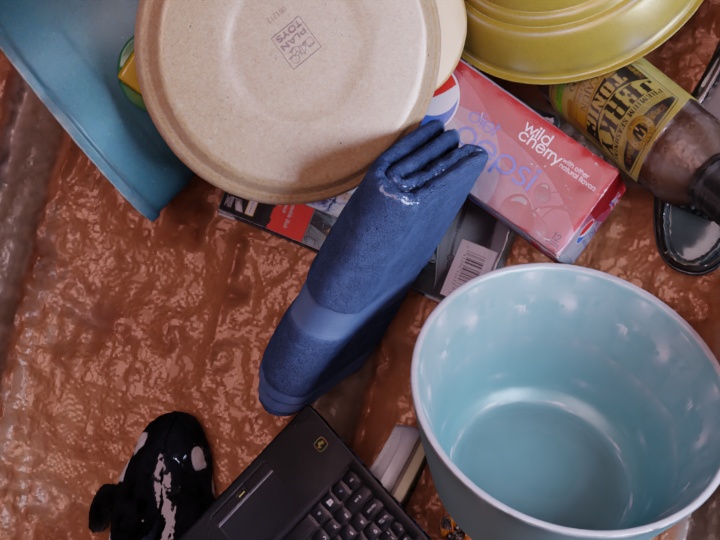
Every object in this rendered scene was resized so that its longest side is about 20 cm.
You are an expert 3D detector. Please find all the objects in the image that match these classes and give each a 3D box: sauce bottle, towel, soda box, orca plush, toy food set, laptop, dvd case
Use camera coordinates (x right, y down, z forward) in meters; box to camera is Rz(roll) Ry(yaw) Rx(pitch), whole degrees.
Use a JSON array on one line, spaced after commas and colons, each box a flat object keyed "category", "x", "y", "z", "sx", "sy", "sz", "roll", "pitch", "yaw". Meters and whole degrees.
[{"category": "sauce bottle", "x": 0.187, "y": -0.084, "z": 1.165, "sx": 0.065, "sy": 0.065, "sz": 0.200, "roll": -48, "pitch": 46, "yaw": 5}, {"category": "towel", "x": 0.000, "y": 0.000, "z": 1.175, "sx": 0.048, "sy": 0.112, "sz": 0.201, "roll": 40, "pitch": 127, "yaw": 12}, {"category": "soda box", "x": 0.072, "y": -0.088, "z": 1.216, "sx": 0.199, "sy": 0.063, "sz": 0.070, "roll": 37, "pitch": 91, "yaw": 14}, {"category": "orca plush", "x": -0.154, "y": 0.193, "z": 1.257, "sx": 0.105, "sy": 0.071, "sz": 0.201, "roll": 28, "pitch": 91, "yaw": 16}, {"category": "toy food set", "x": -0.044, "y": -0.142, "z": 1.146, "sx": 0.197, "sy": 0.049, "sz": 0.201, "roll": 36, "pitch": 89, "yaw": -17}, {"category": "laptop", "x": -0.041, "y": 0.215, "z": 1.141, "sx": 0.177, "sy": 0.103, "sz": 0.200, "roll": -46, "pitch": 75, "yaw": 11}, {"category": "dvd case", "x": 0.018, "y": -0.071, "z": 1.271, "sx": 0.199, "sy": 0.022, "sz": 0.147, "roll": 21, "pitch": 89, "yaw": 16}]

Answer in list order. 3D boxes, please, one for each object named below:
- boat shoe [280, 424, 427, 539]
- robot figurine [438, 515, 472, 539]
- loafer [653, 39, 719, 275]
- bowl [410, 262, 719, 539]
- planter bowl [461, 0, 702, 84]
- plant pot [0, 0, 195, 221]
[{"category": "boat shoe", "x": -0.025, "y": 0.180, "z": 1.225, "sx": 0.068, "sy": 0.075, "sz": 0.201, "roll": 32, "pitch": 93, "yaw": 10}, {"category": "robot figurine", "x": 0.121, "y": 0.228, "z": 1.190, "sx": 0.200, "sy": 0.058, "sz": 0.145, "roll": 44, "pitch": 94, "yaw": 14}, {"category": "loafer", "x": 0.234, "y": -0.097, "z": 1.197, "sx": 0.071, "sy": 0.063, "sz": 0.201, "roll": 20, "pitch": 89, "yaw": 16}, {"category": "bowl", "x": 0.119, "y": 0.104, "z": 1.157, "sx": 0.199, "sy": 0.105, "sz": 0.202, "roll": 6, "pitch": 50, "yaw": -8}, {"category": "planter bowl", "x": 0.125, "y": -0.224, "z": 1.191, "sx": 0.199, "sy": 0.084, "sz": 0.202, "roll": -11, "pitch": 57, "yaw": 18}, {"category": "plant pot", "x": -0.128, "y": -0.168, "z": 1.239, "sx": 0.188, "sy": 0.200, "sz": 0.200, "roll": -39, "pitch": 76, "yaw": -1}]
